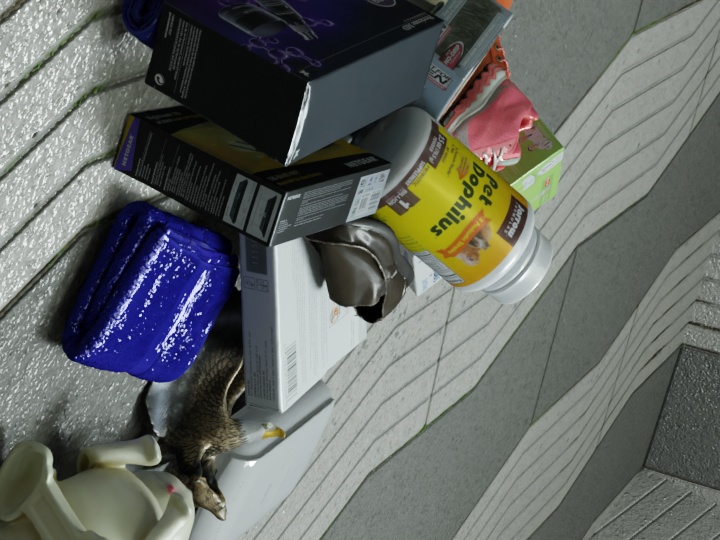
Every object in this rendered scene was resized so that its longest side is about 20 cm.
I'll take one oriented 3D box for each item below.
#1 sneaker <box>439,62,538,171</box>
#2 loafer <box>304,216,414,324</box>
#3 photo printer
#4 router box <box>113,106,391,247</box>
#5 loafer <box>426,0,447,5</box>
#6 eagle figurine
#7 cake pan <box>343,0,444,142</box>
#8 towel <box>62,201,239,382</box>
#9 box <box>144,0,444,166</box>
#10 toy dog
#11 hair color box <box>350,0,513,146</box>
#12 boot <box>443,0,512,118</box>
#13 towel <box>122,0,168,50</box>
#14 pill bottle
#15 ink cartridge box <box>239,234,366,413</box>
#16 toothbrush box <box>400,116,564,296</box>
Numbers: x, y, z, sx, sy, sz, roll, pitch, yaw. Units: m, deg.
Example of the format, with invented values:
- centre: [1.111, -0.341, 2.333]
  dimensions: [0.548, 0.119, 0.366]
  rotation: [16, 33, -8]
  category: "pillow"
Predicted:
- centre: [0.119, -0.128, 1.765]
  dimensions: [0.200, 0.087, 0.074]
  rotation: [-53, 180, -38]
  category: "sneaker"
- centre: [0.000, 0.000, 1.633]
  dimensions: [0.200, 0.073, 0.072]
  rotation: [44, 61, -61]
  category: "loafer"
- centre: [-0.120, 0.210, 1.860]
  dimensions: [0.200, 0.069, 0.167]
  rotation: [-33, 154, -55]
  category: "photo printer"
- centre: [-0.086, -0.088, 1.485]
  dimensions: [0.200, 0.157, 0.052]
  rotation: [-22, 134, -63]
  category: "router box"
- centre: [0.073, -0.273, 1.795]
  dimensions: [0.068, 0.075, 0.201]
  rotation: [9, 97, -68]
  category: "loafer"
- centre: [-0.143, 0.134, 1.702]
  dimensions: [0.152, 0.150, 0.201]
  rotation: [-28, -127, 50]
  category: "eagle figurine"
- centre: [0.008, -0.184, 1.690]
  dimensions: [0.201, 0.037, 0.200]
  rotation: [-54, 180, 0]
  category: "cake pan"
- centre: [-0.175, 0.026, 1.535]
  dimensions: [0.148, 0.049, 0.200]
  rotation: [-65, 160, -1]
  category: "towel"
- centre: [-0.048, -0.171, 1.378]
  dimensions: [0.200, 0.141, 0.079]
  rotation: [-33, 149, -51]
  category: "box"
- centre: [-0.223, 0.235, 1.541]
  dimensions: [0.200, 0.140, 0.194]
  rotation: [-5, 134, -57]
  category: "toy dog"
- centre: [0.065, -0.179, 1.689]
  dimensions: [0.099, 0.061, 0.200]
  rotation: [-54, 179, -31]
  category: "hair color box"
- centre: [0.135, -0.235, 1.939]
  dimensions: [0.201, 0.107, 0.075]
  rotation: [-60, 158, -15]
  category: "boot"
- centre: [-0.115, -0.229, 1.413]
  dimensions: [0.148, 0.049, 0.200]
  rotation: [-57, 161, 1]
  category: "towel"
- centre: [0.087, -0.055, 1.655]
  dimensions: [0.200, 0.109, 0.110]
  rotation: [38, 74, -25]
  category: "pill bottle"
- centre: [-0.052, 0.007, 1.665]
  dimensions: [0.174, 0.043, 0.201]
  rotation: [-40, 136, -54]
  category: "ink cartridge box"
- centre: [0.113, -0.080, 1.888]
  dimensions: [0.200, 0.086, 0.146]
  rotation: [-37, 164, -8]
  category: "toothbrush box"
